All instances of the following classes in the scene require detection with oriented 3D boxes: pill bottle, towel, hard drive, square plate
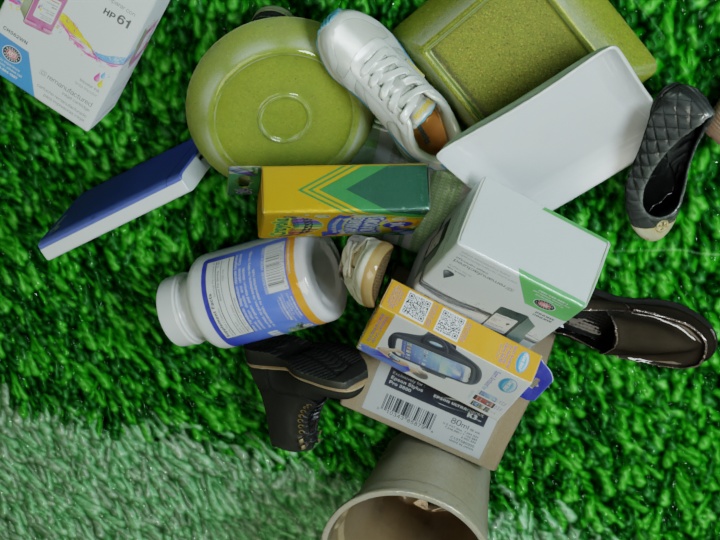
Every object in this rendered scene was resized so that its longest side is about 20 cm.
[{"bbox_3d":[-0.125,0.025,1.603,0.199,0.112,0.112,-15,113,23],"label":"pill bottle"},{"bbox_3d":[0.063,-0.083,1.539,0.199,0.031,0.150,18,121,5],"label":"towel"},{"bbox_3d":[-0.249,-0.086,1.564,0.199,0.132,0.025,-23,111,25],"label":"hard drive"},{"bbox_3d":[0.195,-0.131,1.403,0.198,0.029,0.200,-30,148,17],"label":"square plate"}]

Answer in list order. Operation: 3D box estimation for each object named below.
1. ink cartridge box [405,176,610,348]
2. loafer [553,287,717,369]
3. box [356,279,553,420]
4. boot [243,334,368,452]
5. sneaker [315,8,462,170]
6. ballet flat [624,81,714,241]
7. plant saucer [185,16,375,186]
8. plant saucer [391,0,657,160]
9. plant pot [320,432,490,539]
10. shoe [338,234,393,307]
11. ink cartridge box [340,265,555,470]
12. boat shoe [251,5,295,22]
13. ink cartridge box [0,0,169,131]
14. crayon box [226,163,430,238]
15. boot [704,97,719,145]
[{"bbox_3d":[0.141,0.005,1.455,0.145,0.084,0.200,26,155,-6],"label":"ink cartridge box"},{"bbox_3d":[0.284,0.070,1.538,0.199,0.071,0.073,13,121,9],"label":"loafer"},{"bbox_3d":[0.101,0.091,1.503,0.199,0.042,0.119,29,152,1],"label":"box"},{"bbox_3d":[-0.050,0.155,1.631,0.200,0.077,0.139,15,120,55],"label":"boot"},{"bbox_3d":[0.037,-0.182,1.421,0.077,0.081,0.200,-47,115,-7],"label":"sneaker"},{"bbox_3d":[0.306,-0.099,1.422,0.066,0.057,0.201,-21,141,-19],"label":"ballet flat"},{"bbox_3d":[-0.079,-0.162,1.465,0.199,0.031,0.201,-4,123,-6],"label":"plant saucer"},{"bbox_3d":[0.156,-0.212,1.413,0.199,0.048,0.200,-37,98,26],"label":"plant saucer"},{"bbox_3d":[0.071,0.280,1.649,0.199,0.184,0.201,7,120,11],"label":"plant pot"},{"bbox_3d":[0.000,0.000,1.499,0.053,0.200,0.070,17,88,1],"label":"shoe"},{"bbox_3d":[0.096,0.112,1.613,0.199,0.075,0.165,23,123,4],"label":"ink cartridge box"},{"bbox_3d":[-0.095,-0.176,1.510,0.071,0.066,0.202,10,120,11],"label":"boat shoe"},{"bbox_3d":[-0.293,-0.274,1.500,0.144,0.085,0.200,33,120,-4],"label":"ink cartridge box"},{"bbox_3d":[-0.036,-0.070,1.455,0.199,0.126,0.052,-1,80,-6],"label":"crayon box"},{"bbox_3d":[0.452,-0.148,1.379,0.200,0.077,0.156,37,118,2],"label":"boot"}]
